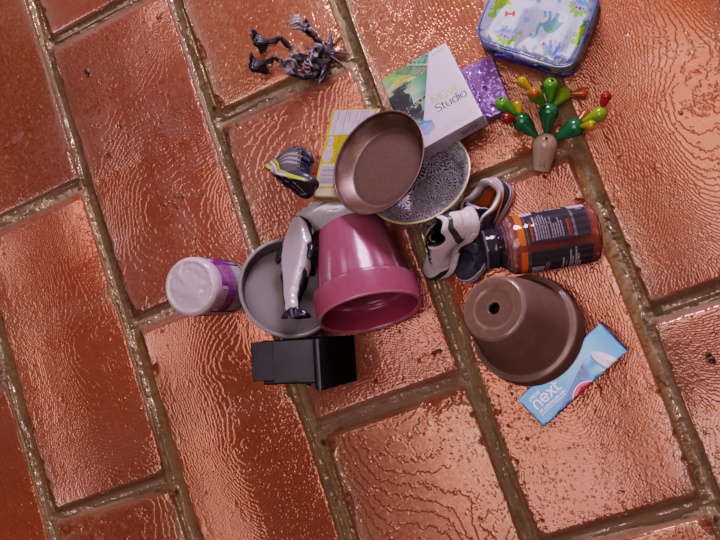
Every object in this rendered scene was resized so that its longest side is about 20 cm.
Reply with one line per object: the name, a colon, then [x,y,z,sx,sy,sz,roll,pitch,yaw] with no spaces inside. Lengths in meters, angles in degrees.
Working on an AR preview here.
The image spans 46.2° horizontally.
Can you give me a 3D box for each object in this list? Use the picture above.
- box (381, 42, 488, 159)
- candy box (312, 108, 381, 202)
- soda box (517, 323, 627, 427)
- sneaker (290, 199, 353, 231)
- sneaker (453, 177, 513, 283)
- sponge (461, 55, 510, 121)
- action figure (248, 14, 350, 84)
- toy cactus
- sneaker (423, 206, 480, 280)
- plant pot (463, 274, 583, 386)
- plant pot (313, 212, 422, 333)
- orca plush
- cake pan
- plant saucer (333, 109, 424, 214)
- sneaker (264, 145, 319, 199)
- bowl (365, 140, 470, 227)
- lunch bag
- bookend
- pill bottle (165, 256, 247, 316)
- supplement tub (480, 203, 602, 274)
box: [0.133,-0.312,1.561,0.144,0.036,0.201,-28,56,13]
candy box: [-0.024,-0.223,1.624,0.102,0.026,0.201,4,66,17]
soda box: [0.377,0.185,1.501,0.200,0.064,0.068,-46,76,12]
sneaker: [-0.044,-0.110,1.644,0.199,0.076,0.081,-28,86,15]
sneaker: [0.209,-0.078,1.549,0.078,0.079,0.201,22,93,37]
sponge: [0.178,-0.313,1.600,0.199,0.030,0.112,-22,81,17]
action figure: [-0.127,-0.430,1.666,0.199,0.102,0.119,5,78,20]
toy cactus: [0.341,-0.260,1.514,0.199,0.102,0.166,4,106,-2]
sneaker: [0.144,-0.048,1.529,0.080,0.200,0.074,-8,60,-22]
plant pot: [0.262,0.085,1.455,0.199,0.174,0.201,-13,65,30]
plant pot: [0.000,0.000,1.573,0.199,0.200,0.180,-20,67,16]
orca plush: [-0.102,0.000,1.603,0.105,0.071,0.201,-31,55,36]
cake pan: [-0.138,0.037,1.642,0.199,0.037,0.201,3,73,-10]
plant saucer: [0.040,-0.190,1.525,0.200,0.037,0.201,-15,64,34]
sneaker: [-0.123,-0.199,1.628,0.081,0.074,0.200,-50,31,-1]
bowl: [0.119,-0.151,1.565,0.200,0.094,0.202,-11,59,20]
lunch bag: [0.320,-0.448,1.530,0.199,0.082,0.161,22,94,17]
bookend: [-0.132,0.176,1.595,0.198,0.200,0.093,-5,86,17]
pill bottle: [-0.285,0.032,1.648,0.112,0.200,0.113,-1,88,17]
supplement tub: [0.315,-0.052,1.483,0.199,0.107,0.108,-9,85,1]
